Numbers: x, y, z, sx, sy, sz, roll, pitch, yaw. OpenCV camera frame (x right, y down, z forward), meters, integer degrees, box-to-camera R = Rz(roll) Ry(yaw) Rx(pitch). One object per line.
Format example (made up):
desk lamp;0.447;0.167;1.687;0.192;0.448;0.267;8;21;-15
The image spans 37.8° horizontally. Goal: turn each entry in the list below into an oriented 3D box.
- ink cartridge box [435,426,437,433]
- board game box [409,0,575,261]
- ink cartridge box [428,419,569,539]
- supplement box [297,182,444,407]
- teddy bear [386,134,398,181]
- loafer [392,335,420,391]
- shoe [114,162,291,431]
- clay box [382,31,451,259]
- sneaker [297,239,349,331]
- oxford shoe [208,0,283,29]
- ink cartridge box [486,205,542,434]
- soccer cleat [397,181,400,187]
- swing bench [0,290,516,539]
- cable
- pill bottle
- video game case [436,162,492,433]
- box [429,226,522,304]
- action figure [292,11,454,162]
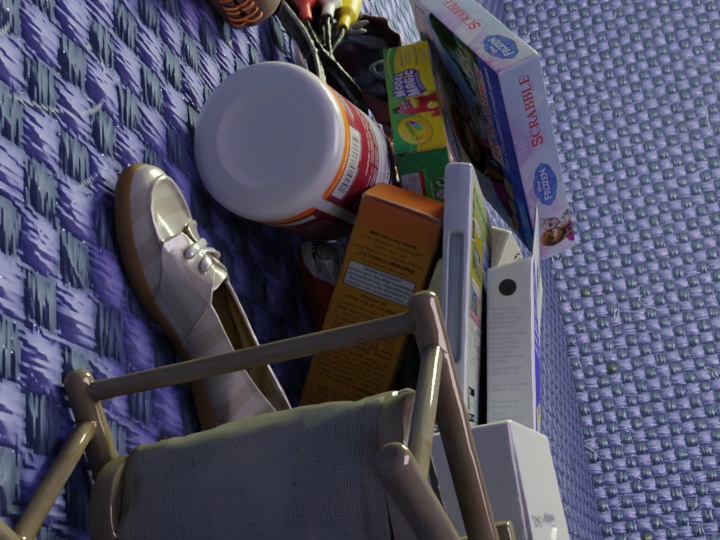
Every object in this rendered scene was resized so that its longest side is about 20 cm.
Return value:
ink cartridge box;0.056;0.195;0.919;0.199;0.067;0.117;-13;90;-45
board game box;0.117;-0.140;0.949;0.200;0.041;0.201;-121;-172;-52
ink cartridge box;0.022;0.156;0.672;0.146;0.199;0.085;34;46;-68
supplement box;0.007;0.040;0.792;0.067;0.069;0.201;-44;151;-72
teddy bear;0.025;-0.078;1.140;0.146;0.067;0.200;66;23;-4
loafer;0.044;0.083;0.915;0.075;0.070;0.200;39;21;-5
shoe;-0.093;0.024;0.649;0.070;0.053;0.201;-66;141;-65
clay box;0.053;-0.114;0.923;0.200;0.047;0.115;-95;173;-51
sneaker;0.000;0.000;0.935;0.200;0.082;0.078;-35;111;-72
oxford shoe;-0.092;-0.228;0.825;0.200;0.071;0.073;-53;133;-70
ink cartridge box;0.130;0.075;0.873;0.198;0.043;0.201;64;29;-66
soccer cleat;0.016;-0.059;1.004;0.199;0.085;0.069;3;47;-39
swing bench;-0.035;0.142;0.493;0.130;0.198;0.201;-73;147;-61
cable;-0.035;-0.212;0.949;0.097;0.050;0.201;17;43;-28
pill bottle;-0.039;-0.083;0.814;0.200;0.112;0.114;17;61;-72
video game case;0.080;0.033;0.787;0.200;0.022;0.183;40;52;-76
box;0.093;0.051;1.071;0.201;0.082;0.068;-67;154;-13
action figure;0.026;-0.177;1.096;0.200;0.148;0.135;46;38;-74
